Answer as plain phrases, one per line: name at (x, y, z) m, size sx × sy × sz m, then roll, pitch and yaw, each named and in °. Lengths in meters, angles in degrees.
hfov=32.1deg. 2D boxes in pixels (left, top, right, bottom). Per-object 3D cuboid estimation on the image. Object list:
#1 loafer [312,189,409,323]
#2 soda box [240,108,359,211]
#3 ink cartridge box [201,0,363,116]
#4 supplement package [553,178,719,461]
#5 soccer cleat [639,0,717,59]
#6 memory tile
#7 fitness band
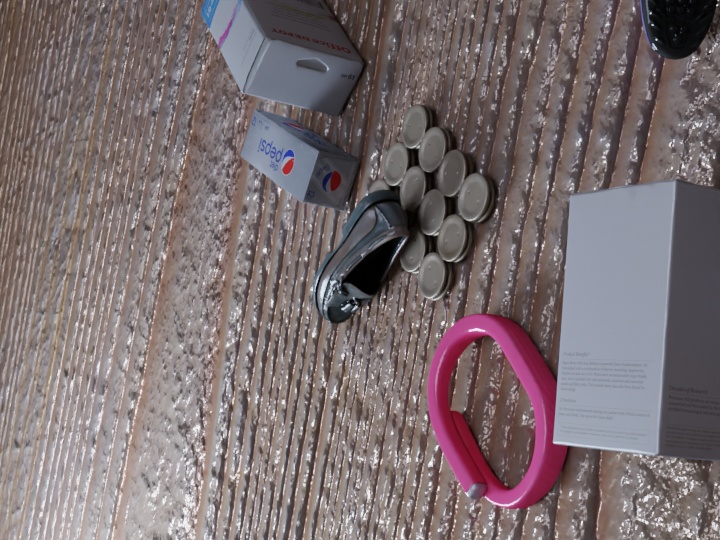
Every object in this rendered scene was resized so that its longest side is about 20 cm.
loafer at (0.000, 0.000, 1.394) m, size 0.063 × 0.071 × 0.201 m, roll 60°, pitch 143°, yaw 32°
soda box at (-0.079, -0.141, 1.573) m, size 0.200 × 0.063 × 0.069 m, roll 37°, pitch 112°, yaw 55°
ink cartridge box at (-0.101, -0.292, 1.567) m, size 0.085 × 0.143 × 0.201 m, roll -61°, pitch 37°, yaw 28°
supplement package at (0.237, 0.042, 0.969) m, size 0.121 × 0.119 × 0.202 m, roll -4°, pitch 80°, yaw 59°
soccer cleat at (0.261, -0.272, 1.074) m, size 0.073 × 0.067 × 0.202 m, roll 133°, pitch 136°, yaw -76°
memory tile at (0.072, -0.076, 1.361) m, size 0.154 × 0.017 × 0.200 m, roll -64°, pitch 36°, yaw 26°
fitness band at (0.128, 0.133, 1.202) m, size 0.144 × 0.037 × 0.201 m, roll -60°, pitch 39°, yaw 30°
